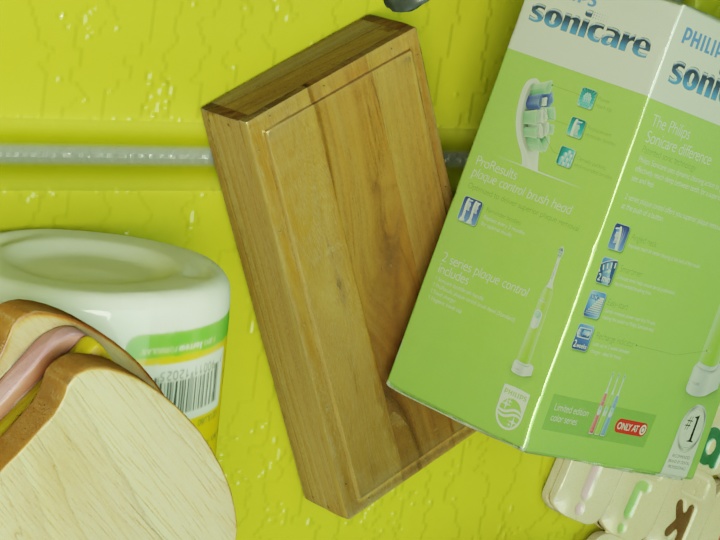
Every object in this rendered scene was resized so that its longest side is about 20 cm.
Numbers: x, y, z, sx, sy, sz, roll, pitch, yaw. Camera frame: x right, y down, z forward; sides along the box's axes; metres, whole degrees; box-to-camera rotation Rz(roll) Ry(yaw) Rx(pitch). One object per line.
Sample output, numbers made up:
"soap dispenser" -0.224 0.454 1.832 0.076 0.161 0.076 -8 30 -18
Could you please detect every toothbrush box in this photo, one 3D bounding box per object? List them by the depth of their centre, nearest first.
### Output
"toothbrush box" 0.115 -0.019 1.066 0.145 0.086 0.201 13 100 -51

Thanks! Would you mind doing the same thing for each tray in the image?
"tray" 0.000 0.000 1.058 0.098 0.037 0.201 -32 123 -30

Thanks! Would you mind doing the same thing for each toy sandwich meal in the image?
"toy sandwich meal" -0.127 0.117 0.808 0.204 0.070 0.207 -16 113 -42

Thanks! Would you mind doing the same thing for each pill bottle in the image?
"pill bottle" -0.114 0.093 0.936 0.111 0.111 0.201 -5 107 -40

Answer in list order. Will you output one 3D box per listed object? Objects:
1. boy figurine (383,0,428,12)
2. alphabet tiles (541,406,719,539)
"boy figurine" -0.003 -0.203 0.888 0.124 0.064 0.201 -27 105 5
"alphabet tiles" 0.176 0.104 1.261 0.199 0.015 0.197 25 86 -43
